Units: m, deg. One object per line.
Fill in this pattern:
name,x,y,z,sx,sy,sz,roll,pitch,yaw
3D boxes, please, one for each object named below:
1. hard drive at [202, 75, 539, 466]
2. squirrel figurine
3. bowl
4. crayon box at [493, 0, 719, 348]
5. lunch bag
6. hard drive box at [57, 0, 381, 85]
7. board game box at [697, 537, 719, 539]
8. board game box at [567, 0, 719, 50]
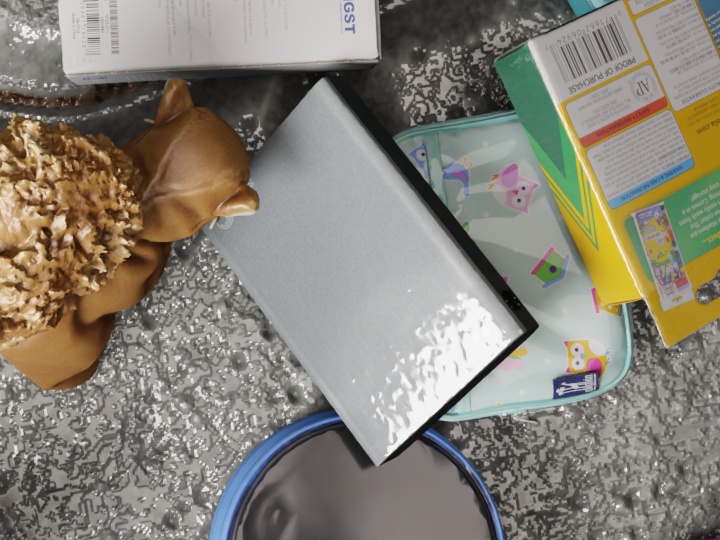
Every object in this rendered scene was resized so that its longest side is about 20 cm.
hard drive,0.000,0.000,0.940,0.140,0.033,0.201,-45,74,29
squirrel figurine,-0.155,-0.027,0.898,0.186,0.200,0.142,-29,87,9
bowl,0.001,0.187,0.975,0.198,0.039,0.203,2,78,-9
crayon box,0.181,-0.067,0.935,0.125,0.052,0.201,-26,93,-23
lunch bag,0.088,-0.001,0.980,0.159,0.077,0.202,-9,92,-5
hard drive box,-0.091,-0.202,0.960,0.198,0.077,0.158,-3,92,-4
board game box,0.302,0.245,0.978,0.198,0.040,0.155,-10,97,23
board game box,0.248,-0.145,1.004,0.150,0.047,0.201,-31,94,-3
